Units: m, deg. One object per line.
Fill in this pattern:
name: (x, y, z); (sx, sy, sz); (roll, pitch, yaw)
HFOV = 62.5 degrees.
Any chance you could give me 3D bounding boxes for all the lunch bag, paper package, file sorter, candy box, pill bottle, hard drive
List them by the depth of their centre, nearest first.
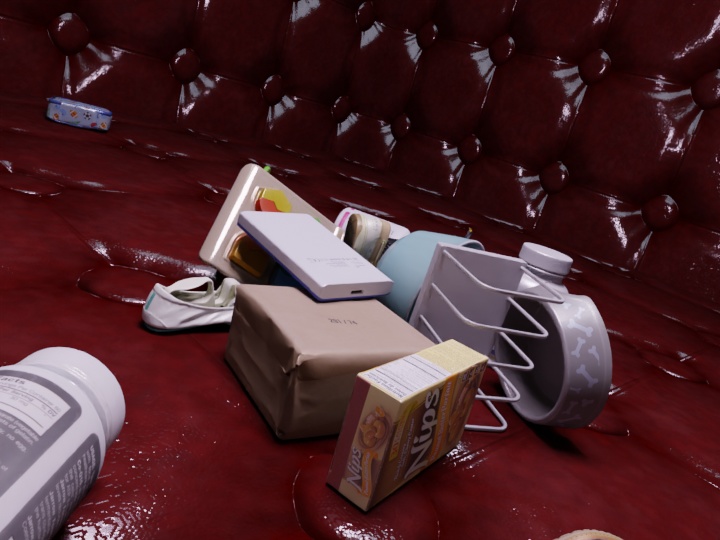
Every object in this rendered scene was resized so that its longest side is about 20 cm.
pill bottle: (-0.235, 0.131, 0.372); (0.112, 0.115, 0.200); (16, 15, -1)
candy box: (0.056, 0.148, 0.611); (0.055, 0.117, 0.199); (24, 17, 30)
paper package: (-0.039, 0.099, 0.708); (0.198, 0.105, 0.190); (4, 20, -35)
file sorter: (0.148, 0.090, 0.761); (0.137, 0.202, 0.125); (10, 21, -22)
hard drive: (-0.064, -0.024, 0.815); (0.131, 0.026, 0.200); (-2, 31, -45)
pill bottle: (0.272, 0.063, 0.970); (0.110, 0.203, 0.111); (15, 16, -4)
pill bottle: (0.041, -0.052, 1.284); (0.198, 0.115, 0.113); (21, 16, 16)
lunch bag: (-0.917, -0.513, 1.933); (0.197, 0.077, 0.160); (11, 14, -23)

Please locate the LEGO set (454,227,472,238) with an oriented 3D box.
LEGO set: (0.204, 0.019, 1.141); (0.115, 0.155, 0.201); (28, 17, -24)

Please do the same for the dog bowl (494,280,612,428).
dog bowl: (0.249, 0.114, 0.803); (0.058, 0.203, 0.200); (-3, 21, -17)

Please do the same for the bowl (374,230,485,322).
bowl: (0.090, 0.020, 0.902); (0.105, 0.203, 0.200); (35, 23, 30)

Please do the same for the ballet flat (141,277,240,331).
ballet flat: (-0.197, 0.042, 0.806); (0.069, 0.070, 0.199); (29, 19, 38)

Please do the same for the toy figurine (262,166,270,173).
toy figurine: (-0.121, -0.045, 1.006); (0.182, 0.201, 0.150); (28, 22, -5)

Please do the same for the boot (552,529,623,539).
boot: (0.167, 0.278, 0.421); (0.198, 0.073, 0.167); (11, 29, -25)

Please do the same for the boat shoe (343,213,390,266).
boat shoe: (0.000, 0.000, 0.925); (0.065, 0.201, 0.075); (2, 48, -15)

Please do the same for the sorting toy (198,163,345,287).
sorting toy: (-0.123, -0.043, 0.904); (0.199, 0.187, 0.036); (33, -32, -23)

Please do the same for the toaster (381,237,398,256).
toaster: (0.071, 0.013, 1.082); (0.198, 0.120, 0.181); (8, 17, -28)
